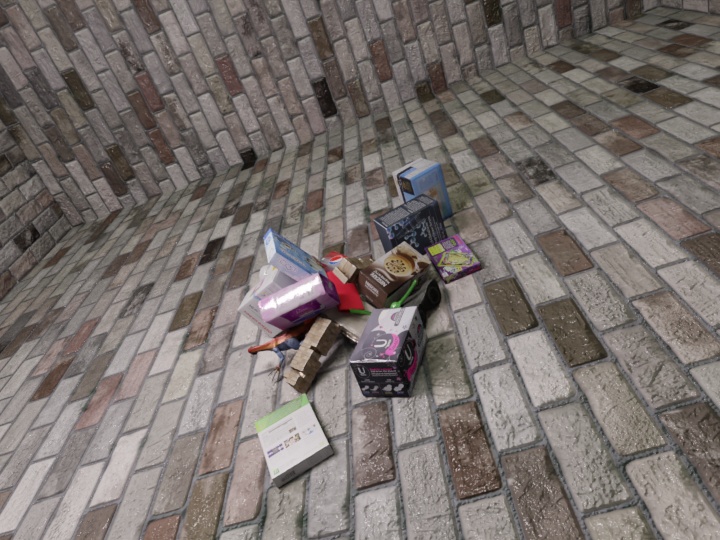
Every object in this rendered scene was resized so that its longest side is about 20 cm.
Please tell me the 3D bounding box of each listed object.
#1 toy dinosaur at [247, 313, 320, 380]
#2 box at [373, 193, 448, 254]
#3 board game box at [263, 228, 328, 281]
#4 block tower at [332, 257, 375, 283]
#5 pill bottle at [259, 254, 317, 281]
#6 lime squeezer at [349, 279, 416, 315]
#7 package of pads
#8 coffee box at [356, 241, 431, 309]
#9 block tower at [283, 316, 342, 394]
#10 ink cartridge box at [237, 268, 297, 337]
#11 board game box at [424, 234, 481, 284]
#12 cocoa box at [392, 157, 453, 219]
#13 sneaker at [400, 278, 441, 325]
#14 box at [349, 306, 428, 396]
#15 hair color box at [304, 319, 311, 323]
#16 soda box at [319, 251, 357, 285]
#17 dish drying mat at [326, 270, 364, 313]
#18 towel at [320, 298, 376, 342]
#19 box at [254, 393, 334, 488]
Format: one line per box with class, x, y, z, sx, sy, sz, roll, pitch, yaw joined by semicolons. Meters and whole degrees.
toy dinosaur;-0.217;0.193;1.484;0.178;0.204;0.105;8;11;-16
box;0.165;-0.132;1.745;0.198;0.150;0.107;-29;29;-10
board game box;-0.186;-0.024;1.564;0.044;0.199;0.199;-51;26;11
block tower;0.000;0.000;1.583;0.054;0.058;0.199;42;20;22
pill bottle;-0.242;0.013;1.830;0.197;0.113;0.112;-7;32;27
lime squeezer;0.074;0.095;1.451;0.197;0.072;0.038;-25;1;8
package of pads;-0.163;0.086;1.443;0.197;0.120;0.077;-26;66;12
coffee box;0.097;0.015;1.550;0.113;0.081;0.199;39;52;23
block tower;-0.126;0.216;1.405;0.053;0.058;0.202;11;61;41
ink cartridge box;-0.248;0.095;1.591;0.199;0.144;0.085;-35;22;38
board game box;0.278;-0.038;1.635;0.118;0.033;0.201;-26;30;4
cocoa box;0.219;-0.268;1.877;0.132;0.202;0.131;-30;30;-15
sneaker;0.153;0.091;1.470;0.090;0.077;0.200;-7;29;41
box;0.074;0.193;1.307;0.130;0.116;0.201;-7;33;27
hair color box;-0.096;0.100;1.623;0.100;0.062;0.201;-4;33;15
soda box;-0.052;-0.002;1.771;0.070;0.064;0.199;-37;33;-23
dish drying mat;-0.046;0.060;1.542;0.075;0.018;0.201;1;32;-17
towel;-0.032;0.119;1.505;0.198;0.035;0.132;29;42;29
box;-0.157;0.385;1.237;0.143;0.037;0.200;-28;31;-9
